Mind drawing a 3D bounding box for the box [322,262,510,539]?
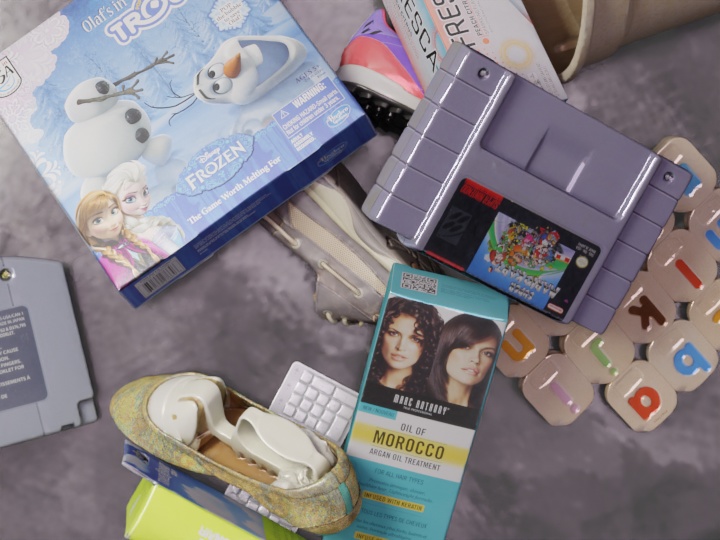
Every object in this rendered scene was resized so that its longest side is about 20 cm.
[{"bbox_3d":[0.036,0.100,1.666,0.082,0.049,0.200,14,115,-1],"label":"box"}]

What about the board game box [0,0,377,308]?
[{"bbox_3d":[-0.126,-0.111,1.673,0.200,0.043,0.199,-36,67,-2],"label":"board game box"}]

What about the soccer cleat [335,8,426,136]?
[{"bbox_3d":[0.080,-0.110,1.705,0.200,0.068,0.073,24,71,-4],"label":"soccer cleat"}]

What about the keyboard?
[{"bbox_3d":[-0.067,0.163,1.721,0.056,0.011,0.200,28,89,-1],"label":"keyboard"}]

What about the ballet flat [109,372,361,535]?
[{"bbox_3d":[-0.084,0.107,1.659,0.200,0.071,0.071,27,88,25],"label":"ballet flat"}]

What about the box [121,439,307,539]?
[{"bbox_3d":[-0.079,0.184,1.655,0.200,0.122,0.048,29,90,-6],"label":"box"}]

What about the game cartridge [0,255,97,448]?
[{"bbox_3d":[-0.285,0.062,1.674,0.200,0.042,0.133,-14,89,-21],"label":"game cartridge"}]

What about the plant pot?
[{"bbox_3d":[0.197,-0.236,1.658,0.183,0.200,0.201,-11,89,-13],"label":"plant pot"}]

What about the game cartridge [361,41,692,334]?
[{"bbox_3d":[0.109,-0.048,1.609,0.200,0.038,0.130,26,92,-31],"label":"game cartridge"}]

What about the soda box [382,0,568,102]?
[{"bbox_3d":[0.063,-0.173,1.664,0.068,0.064,0.200,-16,69,-20],"label":"soda box"}]

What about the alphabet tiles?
[{"bbox_3d":[0.174,0.007,1.702,0.200,0.015,0.196,-45,110,-2],"label":"alphabet tiles"}]

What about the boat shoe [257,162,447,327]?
[{"bbox_3d":[0.000,0.000,1.703,0.073,0.074,0.200,-42,88,16],"label":"boat shoe"}]
